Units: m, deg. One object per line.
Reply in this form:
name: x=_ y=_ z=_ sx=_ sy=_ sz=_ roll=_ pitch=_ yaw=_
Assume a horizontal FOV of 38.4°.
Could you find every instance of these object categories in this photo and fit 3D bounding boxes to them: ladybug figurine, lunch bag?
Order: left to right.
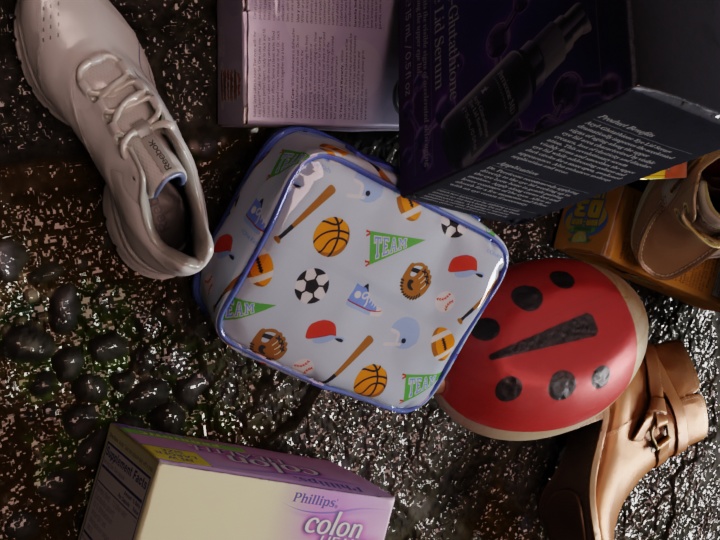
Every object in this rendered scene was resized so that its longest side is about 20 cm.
lunch bag: x=0.000 y=0.000 z=0.697 sx=0.199 sy=0.076 sz=0.161 roll=24 pitch=99 yaw=-33
ladybug figurine: x=0.141 y=0.056 z=0.790 sx=0.198 sy=0.072 sz=0.137 roll=-20 pitch=81 yaw=-22

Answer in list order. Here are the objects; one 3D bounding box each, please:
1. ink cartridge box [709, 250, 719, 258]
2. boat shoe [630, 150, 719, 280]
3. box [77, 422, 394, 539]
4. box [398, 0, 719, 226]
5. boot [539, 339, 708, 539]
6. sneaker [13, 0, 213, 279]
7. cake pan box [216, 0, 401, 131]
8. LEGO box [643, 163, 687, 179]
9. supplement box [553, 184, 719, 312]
ink cartridge box: x=0.298 y=-0.131 z=0.833 sx=0.148 sy=0.085 sz=0.201 roll=55 pitch=44 yaw=-26
boat shoe: x=0.252 y=-0.056 z=0.727 sx=0.073 sy=0.201 sz=0.067 roll=27 pitch=46 yaw=0
box: x=-0.095 y=0.219 z=0.672 sx=0.175 sy=0.096 sz=0.202 roll=16 pitch=89 yaw=-32
box: x=0.119 y=-0.128 z=0.617 sx=0.104 sy=0.199 sz=0.150 roll=11 pitch=70 yaw=-33
boot: x=0.229 y=0.162 z=0.875 sx=0.153 sy=0.074 sz=0.202 roll=-12 pitch=100 yaw=-26
sneaker: x=-0.135 y=-0.085 z=0.611 sx=0.074 sy=0.087 sz=0.201 roll=-33 pitch=111 yaw=-21
cake pan box: x=-0.007 y=-0.195 z=0.698 sx=0.183 sy=0.052 sz=0.202 roll=-6 pitch=100 yaw=-33
LEGO box: x=0.158 y=-0.170 z=0.745 sx=0.077 sy=0.148 sz=0.202 roll=-5 pitch=99 yaw=-31
supplement box: x=0.260 y=-0.017 z=0.879 sx=0.199 sy=0.066 sz=0.070 roll=16 pitch=88 yaw=-33
